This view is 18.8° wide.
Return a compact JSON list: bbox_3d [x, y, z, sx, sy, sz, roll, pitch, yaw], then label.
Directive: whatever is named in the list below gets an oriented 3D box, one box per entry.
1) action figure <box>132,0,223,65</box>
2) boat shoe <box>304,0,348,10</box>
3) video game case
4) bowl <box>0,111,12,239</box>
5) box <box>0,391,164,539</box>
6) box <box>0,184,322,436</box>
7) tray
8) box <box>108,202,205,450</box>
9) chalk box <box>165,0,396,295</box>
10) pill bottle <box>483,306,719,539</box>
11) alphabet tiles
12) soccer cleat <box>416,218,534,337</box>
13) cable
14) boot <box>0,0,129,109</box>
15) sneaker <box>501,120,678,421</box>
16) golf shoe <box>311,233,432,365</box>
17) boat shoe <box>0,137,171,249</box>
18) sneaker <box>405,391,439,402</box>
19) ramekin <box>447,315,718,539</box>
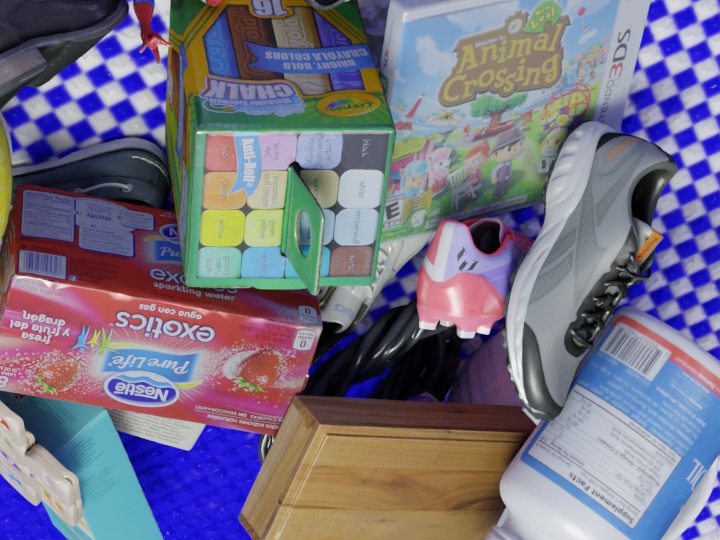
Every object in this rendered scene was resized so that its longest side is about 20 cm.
[{"bbox_3d":[-0.151,-0.202,1.286,0.200,0.099,0.065,32,117,-34],"label":"action figure"},{"bbox_3d":[0.041,-0.225,1.323,0.199,0.063,0.073,-32,127,14],"label":"boat shoe"},{"bbox_3d":[0.095,-0.111,1.406,0.199,0.022,0.183,-15,133,-28],"label":"video game case"},{"bbox_3d":[-0.280,-0.069,1.342,0.107,0.200,0.201,-25,149,-52],"label":"bowl"},{"bbox_3d":[-0.197,0.140,1.515,0.049,0.082,0.200,-41,150,-18],"label":"box"},{"bbox_3d":[-0.132,0.026,1.380,0.199,0.100,0.096,10,125,-15],"label":"box"},{"bbox_3d":[0.023,0.137,1.439,0.199,0.037,0.099,5,119,-41],"label":"tray"},{"bbox_3d":[-0.113,0.024,1.488,0.082,0.069,0.200,19,122,-23],"label":"box"},{"bbox_3d":[-0.052,-0.069,1.341,0.123,0.201,0.125,0,128,-10],"label":"chalk box"},{"bbox_3d":[0.162,0.134,1.441,0.112,0.112,0.200,37,86,-33],"label":"pill bottle"},{"bbox_3d":[-0.258,0.090,1.441,0.015,0.200,0.196,-45,167,-18],"label":"alphabet tiles"},{"bbox_3d":[0.095,-0.004,1.458,0.066,0.200,0.077,14,103,25],"label":"soccer cleat"},{"bbox_3d":[0.005,0.075,1.521,0.163,0.051,0.200,-20,153,-35],"label":"cable"},{"bbox_3d":[-0.233,-0.187,1.274,0.069,0.200,0.175,-33,96,29],"label":"boot"},{"bbox_3d":[0.148,0.002,1.411,0.079,0.201,0.074,14,171,28],"label":"sneaker"},{"bbox_3d":[0.000,0.000,1.472,0.078,0.097,0.200,30,116,-22],"label":"golf shoe"},{"bbox_3d":[-0.218,-0.026,1.432,0.199,0.062,0.073,-21,129,6],"label":"boat shoe"},{"bbox_3d":[0.002,0.170,1.536,0.099,0.070,0.201,-20,151,-41],"label":"sneaker"},{"bbox_3d":[0.154,0.122,1.595,0.199,0.105,0.201,-6,129,-7],"label":"ramekin"}]
